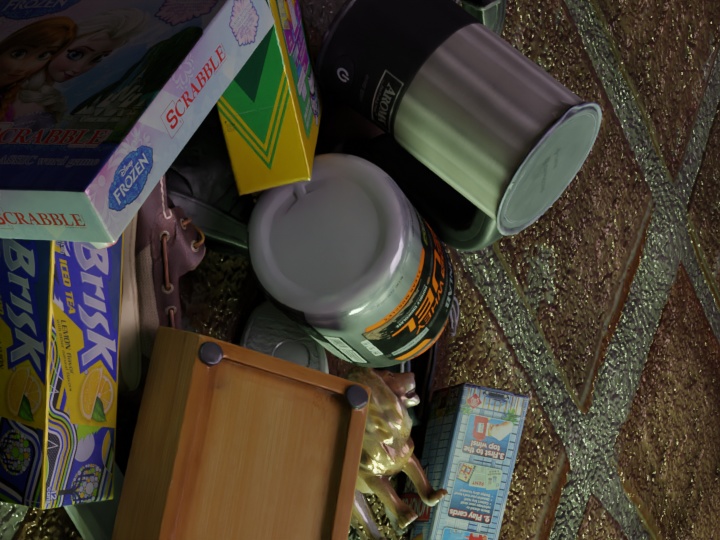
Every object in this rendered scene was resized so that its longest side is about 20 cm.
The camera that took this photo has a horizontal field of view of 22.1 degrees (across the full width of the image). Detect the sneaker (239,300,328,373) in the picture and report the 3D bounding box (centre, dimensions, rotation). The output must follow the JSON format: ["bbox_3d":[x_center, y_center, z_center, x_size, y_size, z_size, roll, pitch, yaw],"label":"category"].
[{"bbox_3d":[-0.056,0.129,1.455,0.118,0.073,0.203,96,-14,-75],"label":"sneaker"}]

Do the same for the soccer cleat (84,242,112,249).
[{"bbox_3d":[-0.162,-0.099,1.178,0.074,0.068,0.201,60,26,-34],"label":"soccer cleat"}]

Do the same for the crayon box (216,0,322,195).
[{"bbox_3d":[-0.074,-0.167,1.297,0.200,0.058,0.174,-85,164,-71],"label":"crayon box"}]

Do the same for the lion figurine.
[{"bbox_3d":[0.006,0.157,1.503,0.072,0.200,0.123,-32,78,-31],"label":"lion figurine"}]

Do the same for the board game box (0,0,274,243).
[{"bbox_3d":[-0.180,-0.100,1.088,0.200,0.198,0.041,-59,139,-38],"label":"board game box"}]

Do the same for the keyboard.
[{"bbox_3d":[-0.165,0.202,1.324,0.057,0.011,0.201,-63,142,-41],"label":"keyboard"}]

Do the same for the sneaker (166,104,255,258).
[{"bbox_3d":[-0.109,-0.074,1.338,0.199,0.059,0.105,21,78,-55],"label":"sneaker"}]

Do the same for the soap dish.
[{"bbox_3d":[-0.075,0.145,1.208,0.156,0.081,0.202,19,65,-19],"label":"soap dish"}]

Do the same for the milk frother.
[{"bbox_3d":[0.099,-0.139,1.397,0.200,0.188,0.181,-42,159,-21],"label":"milk frother"}]

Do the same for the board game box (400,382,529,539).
[{"bbox_3d":[0.074,0.207,1.589,0.200,0.061,0.202,147,-45,-75],"label":"board game box"}]

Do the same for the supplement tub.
[{"bbox_3d":[0.000,0.000,1.359,0.200,0.121,0.124,44,55,-69],"label":"supplement tub"}]

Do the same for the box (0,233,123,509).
[{"bbox_3d":[-0.200,0.048,1.194,0.070,0.064,0.203,0,92,-54],"label":"box"}]

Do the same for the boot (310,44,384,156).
[{"bbox_3d":[-0.023,-0.063,1.465,0.200,0.072,0.168,53,47,-51],"label":"boot"}]

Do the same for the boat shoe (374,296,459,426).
[{"bbox_3d":[0.049,0.038,1.604,0.075,0.061,0.202,42,58,-51],"label":"boat shoe"}]

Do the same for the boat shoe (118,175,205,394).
[{"bbox_3d":[-0.141,-0.016,1.257,0.071,0.072,0.203,-3,101,-25],"label":"boat shoe"}]
